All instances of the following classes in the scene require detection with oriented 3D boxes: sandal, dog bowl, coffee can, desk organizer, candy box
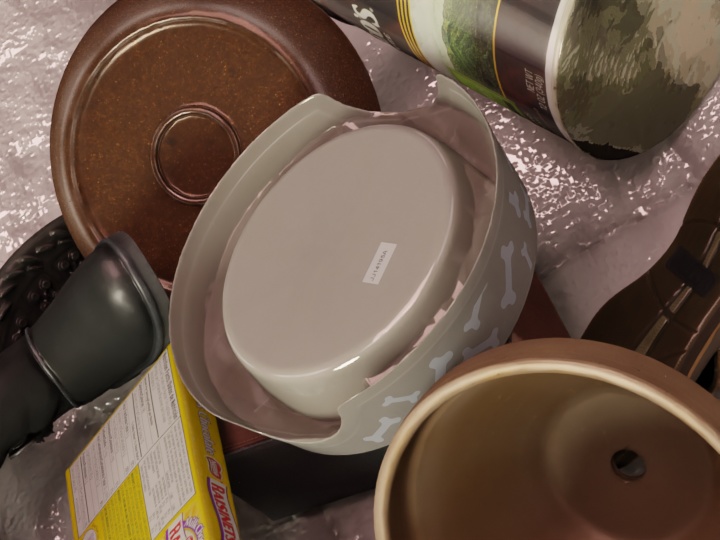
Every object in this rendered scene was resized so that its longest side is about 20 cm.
[{"bbox_3d":[0.167,0.019,1.317,0.201,0.054,0.082,-58,32,11],"label":"sandal"},{"bbox_3d":[0.000,0.000,1.322,0.199,0.059,0.201,-24,48,29],"label":"dog bowl"},{"bbox_3d":[0.081,-0.163,1.407,0.199,0.146,0.147,31,84,38],"label":"coffee can"},{"bbox_3d":[0.014,0.054,1.367,0.199,0.072,0.078,-20,51,31],"label":"desk organizer"},{"bbox_3d":[-0.103,0.131,1.342,0.102,0.026,0.201,-47,31,21],"label":"candy box"}]

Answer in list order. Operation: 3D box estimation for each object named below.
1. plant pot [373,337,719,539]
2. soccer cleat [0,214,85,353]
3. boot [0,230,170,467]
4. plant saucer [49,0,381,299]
[{"bbox_3d":[0.114,0.111,1.257,0.199,0.202,0.093,-6,23,28],"label":"plant pot"},{"bbox_3d":[-0.204,0.046,1.530,0.201,0.068,0.073,-56,22,-14],"label":"soccer cleat"},{"bbox_3d":[-0.199,0.070,1.409,0.199,0.165,0.066,-30,77,-22],"label":"boot"},{"bbox_3d":[-0.085,-0.063,1.465,0.199,0.034,0.202,3,98,19],"label":"plant saucer"}]
